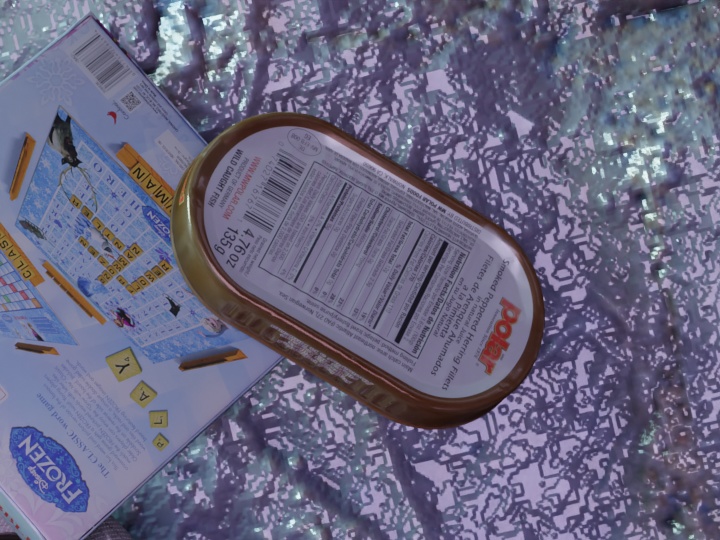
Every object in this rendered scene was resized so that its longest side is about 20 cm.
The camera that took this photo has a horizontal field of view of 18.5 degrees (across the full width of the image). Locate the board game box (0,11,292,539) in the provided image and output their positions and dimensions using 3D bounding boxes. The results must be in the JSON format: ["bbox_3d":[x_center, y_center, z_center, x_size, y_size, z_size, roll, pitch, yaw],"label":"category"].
[{"bbox_3d":[-0.144,0.008,1.099,0.199,0.041,0.200,-41,89,-22],"label":"board game box"}]

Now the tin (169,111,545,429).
[{"bbox_3d":[0.000,0.000,1.103,0.199,0.042,0.112,30,72,-7],"label":"tin"}]

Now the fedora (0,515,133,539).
[{"bbox_3d":[-0.179,0.209,1.110,0.176,0.090,0.201,-18,78,-11],"label":"fedora"}]
